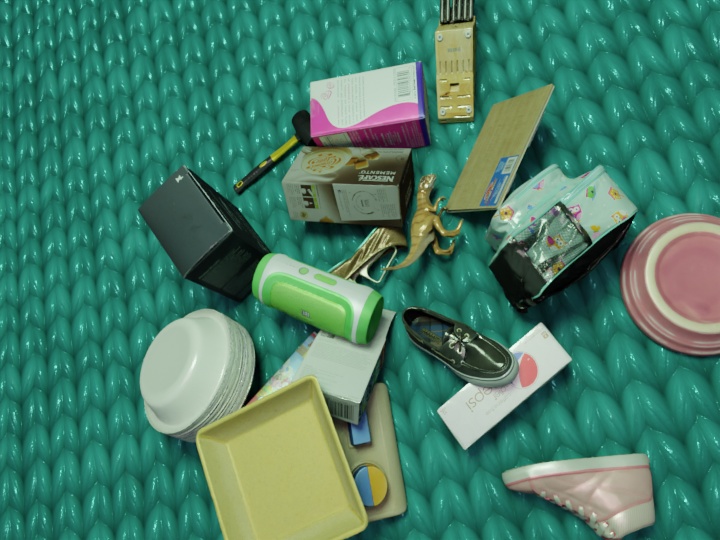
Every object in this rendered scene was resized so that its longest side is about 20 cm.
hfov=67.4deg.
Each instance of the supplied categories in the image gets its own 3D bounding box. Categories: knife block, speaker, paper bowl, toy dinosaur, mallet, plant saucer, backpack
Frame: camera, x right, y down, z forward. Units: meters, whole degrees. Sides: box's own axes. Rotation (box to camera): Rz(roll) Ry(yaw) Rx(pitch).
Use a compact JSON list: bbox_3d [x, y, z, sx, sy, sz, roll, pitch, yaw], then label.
[{"bbox_3d":[0.171,-0.383,0.944,0.062,0.177,0.206,1,121,16],"label":"knife block"},{"bbox_3d":[-0.065,0.041,0.824,0.194,0.088,0.091,20,82,16],"label":"speaker"},{"bbox_3d":[-0.272,0.160,0.863,0.196,0.104,0.207,-18,55,28],"label":"paper bowl"},{"bbox_3d":[0.102,-0.056,0.856,0.103,0.061,0.205,17,61,1],"label":"toy dinosaur"},{"bbox_3d":[-0.161,-0.220,1.000,0.196,0.041,0.067,-31,72,10],"label":"mallet"},{"bbox_3d":[-0.104,0.275,0.727,0.195,0.048,0.205,-26,74,8],"label":"plant saucer"},{"bbox_3d":[0.475,0.014,0.760,0.193,0.051,0.208,-4,76,13],"label":"plant saucer"},{"bbox_3d":[0.278,-0.057,0.766,0.196,0.176,0.156,-30,75,1],"label":"backpack"}]

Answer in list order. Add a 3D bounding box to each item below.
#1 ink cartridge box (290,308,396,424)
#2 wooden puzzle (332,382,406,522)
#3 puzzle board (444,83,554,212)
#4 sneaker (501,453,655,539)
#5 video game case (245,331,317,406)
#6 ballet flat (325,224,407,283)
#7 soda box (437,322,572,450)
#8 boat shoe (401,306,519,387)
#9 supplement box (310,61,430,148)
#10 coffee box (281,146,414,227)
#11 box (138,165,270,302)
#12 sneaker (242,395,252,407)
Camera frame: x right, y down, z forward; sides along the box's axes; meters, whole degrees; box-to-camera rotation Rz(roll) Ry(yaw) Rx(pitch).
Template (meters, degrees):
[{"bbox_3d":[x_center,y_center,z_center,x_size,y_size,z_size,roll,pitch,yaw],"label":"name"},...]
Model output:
[{"bbox_3d":[-0.020,0.131,0.832,0.105,0.052,0.202,13,37,13],"label":"ink cartridge box"},{"bbox_3d":[-0.031,0.272,0.783,0.193,0.046,0.192,-6,76,-18],"label":"wooden puzzle"},{"bbox_3d":[0.215,-0.182,0.844,0.017,0.150,0.205,27,84,-21],"label":"puzzle board"},{"bbox_3d":[0.294,0.308,0.721,0.193,0.076,0.108,-7,69,9],"label":"sneaker"},{"bbox_3d":[-0.088,0.213,0.841,0.142,0.018,0.200,37,67,18],"label":"video game case"},{"bbox_3d":[0.000,0.000,0.890,0.199,0.068,0.073,-41,80,-3],"label":"ballet flat"},{"bbox_3d":[0.208,0.169,0.786,0.199,0.064,0.069,-41,69,3],"label":"soda box"},{"bbox_3d":[0.136,0.107,0.785,0.197,0.057,0.070,21,70,44],"label":"boat shoe"},{"bbox_3d":[0.018,-0.269,0.927,0.193,0.103,0.105,-5,76,13],"label":"supplement box"},{"bbox_3d":[-0.016,-0.141,0.891,0.193,0.081,0.116,5,43,17],"label":"coffee box"},{"bbox_3d":[-0.242,-0.053,0.891,0.104,0.200,0.149,-41,70,1],"label":"box"},{"bbox_3d":[-0.164,0.302,0.859,0.081,0.073,0.202,-41,64,12],"label":"sneaker"}]
